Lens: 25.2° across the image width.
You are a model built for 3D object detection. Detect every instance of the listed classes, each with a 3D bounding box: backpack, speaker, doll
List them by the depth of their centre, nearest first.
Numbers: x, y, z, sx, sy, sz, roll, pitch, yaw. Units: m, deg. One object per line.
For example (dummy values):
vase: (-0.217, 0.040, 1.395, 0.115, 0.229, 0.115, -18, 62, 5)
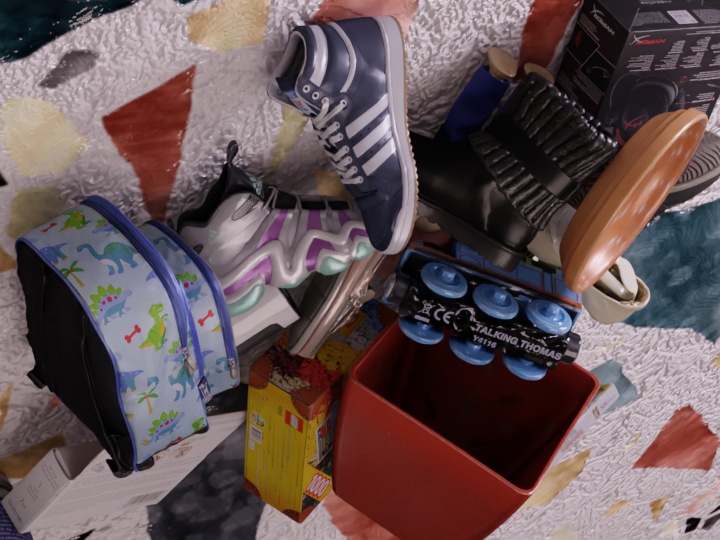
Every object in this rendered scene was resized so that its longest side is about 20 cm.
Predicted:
backpack: (-0.199, 0.039, 1.353, 0.147, 0.183, 0.200, -32, 141, -23)
speaker: (-0.160, 0.063, 1.493, 0.200, 0.081, 0.081, -33, 144, 0)
doll: (0.106, -0.108, 1.503, 0.136, 0.049, 0.200, 20, 125, -21)

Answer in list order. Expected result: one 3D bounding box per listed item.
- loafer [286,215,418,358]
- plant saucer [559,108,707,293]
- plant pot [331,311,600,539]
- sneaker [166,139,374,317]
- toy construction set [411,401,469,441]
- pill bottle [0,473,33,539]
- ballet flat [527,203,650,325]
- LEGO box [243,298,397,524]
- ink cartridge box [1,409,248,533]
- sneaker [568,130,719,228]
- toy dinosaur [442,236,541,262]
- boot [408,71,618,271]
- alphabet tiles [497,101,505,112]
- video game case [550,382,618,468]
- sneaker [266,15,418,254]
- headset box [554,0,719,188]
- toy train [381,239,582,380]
loafer: (0.000, 0.000, 1.500, 0.063, 0.072, 0.200, 24, 101, -17)
plant saucer: (0.243, -0.068, 1.468, 0.200, 0.037, 0.200, -48, 164, -18)
plant pot: (0.081, 0.161, 1.566, 0.200, 0.200, 0.176, -47, 167, -50)
sneaker: (-0.072, -0.057, 1.399, 0.200, 0.078, 0.140, -27, 112, -7)
toy construction set: (0.105, 0.130, 1.733, 0.200, 0.131, 0.092, -7, 151, -25)
pill bottle: (-0.355, 0.295, 1.516, 0.116, 0.200, 0.116, -20, 143, -16)
ballet flat: (0.218, -0.020, 1.579, 0.069, 0.070, 0.200, -40, 122, 11)
LEGO box: (-0.042, 0.133, 1.615, 0.149, 0.077, 0.200, -45, 155, -35)
ink cartridge box: (-0.221, 0.178, 1.556, 0.174, 0.044, 0.200, -45, 158, 26)
sneaker: (0.287, -0.075, 1.665, 0.200, 0.075, 0.106, -21, 148, 1)
toy dinosaur: (0.123, 0.005, 1.630, 0.135, 0.102, 0.200, -2, 157, -12)
boot: (0.103, -0.116, 1.414, 0.211, 0.079, 0.158, 33, 111, -6)
alphabet tiles: (0.179, -0.113, 1.597, 0.200, 0.006, 0.167, -14, 140, -24)
video game case: (0.162, 0.188, 1.772, 0.200, 0.023, 0.182, -17, -167, 42)
sneaker: (-0.016, -0.111, 1.336, 0.108, 0.070, 0.200, -5, 92, -28)
headset box: (0.260, -0.165, 1.527, 0.148, 0.075, 0.200, -9, 134, -28)
toy train: (0.117, 0.030, 1.528, 0.200, 0.114, 0.087, 19, 122, -9)
